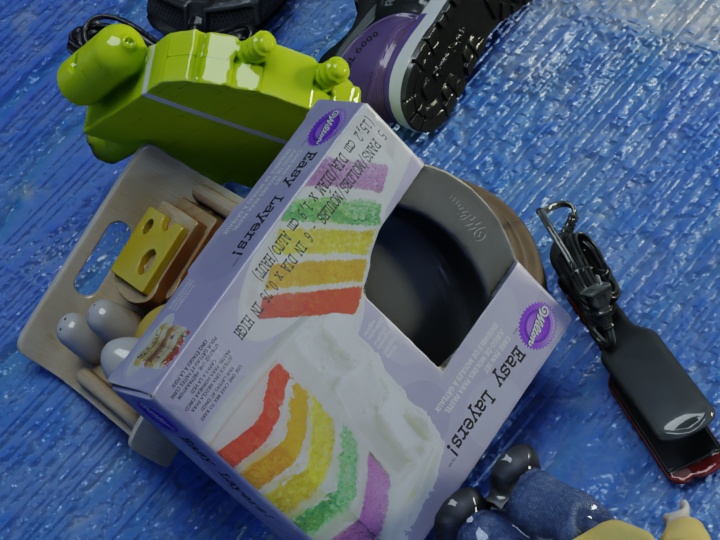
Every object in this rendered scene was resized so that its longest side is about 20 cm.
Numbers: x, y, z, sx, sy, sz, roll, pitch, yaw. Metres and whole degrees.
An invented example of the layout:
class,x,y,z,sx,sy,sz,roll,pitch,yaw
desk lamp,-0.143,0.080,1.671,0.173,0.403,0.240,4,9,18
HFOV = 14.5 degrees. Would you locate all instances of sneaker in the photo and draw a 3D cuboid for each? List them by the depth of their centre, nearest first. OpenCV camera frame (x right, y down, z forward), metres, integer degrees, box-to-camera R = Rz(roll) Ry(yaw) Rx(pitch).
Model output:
class,x,y,z,sx,sy,sz,roll,pitch,yaw
sneaker,0.043,-0.174,1.734,0.087,0.076,0.200,14,53,33

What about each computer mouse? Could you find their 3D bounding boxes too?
class,x,y,z,sx,sy,sz,roll,pitch,yaw
computer mouse,-0.088,-0.189,1.801,0.138,0.053,0.200,14,64,28

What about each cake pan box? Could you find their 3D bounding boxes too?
class,x,y,z,sx,sy,sz,roll,pitch,yaw
cake pan box,-0.004,0.039,1.449,0.200,0.184,0.052,-53,31,-17

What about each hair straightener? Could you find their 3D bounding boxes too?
class,x,y,z,sx,sy,sz,roll,pitch,yaw
hair straightener,0.140,0.021,1.520,0.041,0.077,0.200,-21,46,-2

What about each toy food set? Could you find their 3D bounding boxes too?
class,x,y,z,sx,sy,sz,roll,pitch,yaw
toy food set,-0.115,0.012,1.536,0.144,0.060,0.200,-58,29,-1

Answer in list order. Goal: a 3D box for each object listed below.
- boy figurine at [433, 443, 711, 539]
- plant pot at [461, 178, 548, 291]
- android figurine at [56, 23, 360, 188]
class,x,y,z,sx,sy,sz,roll,pitch,yaw
boy figurine,0.130,0.163,1.402,0.124,0.065,0.200,-38,51,-20
plant pot,0.000,0.000,1.569,0.200,0.093,0.201,-8,46,8
android figurine,-0.077,-0.092,1.603,0.182,0.200,0.041,17,69,-22
